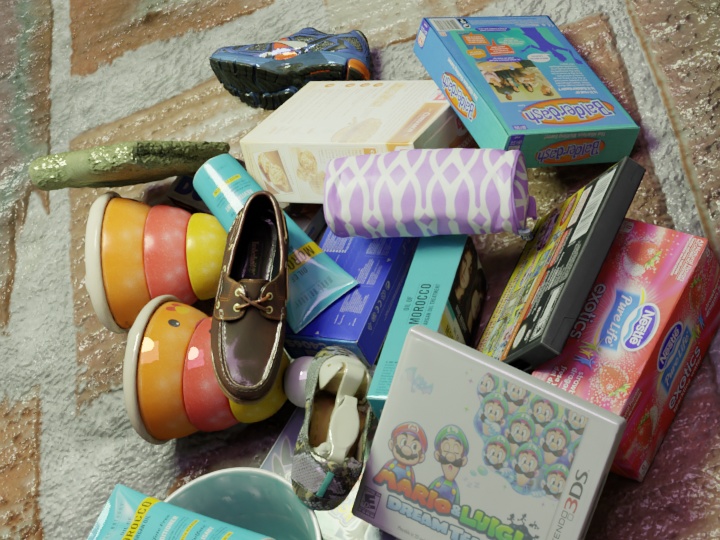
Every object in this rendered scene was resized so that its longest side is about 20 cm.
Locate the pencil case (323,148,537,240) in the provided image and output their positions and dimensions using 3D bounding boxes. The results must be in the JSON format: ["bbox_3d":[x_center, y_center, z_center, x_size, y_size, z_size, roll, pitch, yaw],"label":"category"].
[{"bbox_3d":[0.064,-0.070,1.519,0.199,0.085,0.084,1,78,16],"label":"pencil case"}]

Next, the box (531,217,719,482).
[{"bbox_3d":[0.233,0.067,1.421,0.095,0.100,0.200,17,66,36],"label":"box"}]

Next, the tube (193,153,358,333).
[{"bbox_3d":[-0.090,-0.031,1.608,0.077,0.050,0.200,-40,65,-2],"label":"tube"}]

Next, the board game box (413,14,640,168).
[{"bbox_3d":[0.161,-0.180,1.614,0.152,0.045,0.200,-5,43,-25],"label":"board game box"}]

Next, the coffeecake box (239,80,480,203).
[{"bbox_3d":[0.005,-0.131,1.659,0.199,0.073,0.154,3,30,30],"label":"coffeecake box"}]

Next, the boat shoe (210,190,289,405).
[{"bbox_3d":[-0.102,0.022,1.518,0.070,0.070,0.201,3,64,-6],"label":"boat shoe"}]

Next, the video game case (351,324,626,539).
[{"bbox_3d":[0.103,0.167,1.374,0.200,0.024,0.183,24,108,22],"label":"video game case"}]

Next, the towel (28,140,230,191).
[{"bbox_3d":[-0.237,-0.110,1.715,0.148,0.200,0.037,-8,89,27],"label":"towel"}]

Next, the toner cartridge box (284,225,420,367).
[{"bbox_3d":[0.000,0.000,1.614,0.095,0.043,0.200,4,53,32],"label":"toner cartridge box"}]

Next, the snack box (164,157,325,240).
[{"bbox_3d":[-0.119,-0.076,1.758,0.200,0.024,0.072,22,72,37],"label":"snack box"}]

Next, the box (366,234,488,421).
[{"bbox_3d":[0.065,0.064,1.504,0.049,0.082,0.200,2,50,23],"label":"box"}]

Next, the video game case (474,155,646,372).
[{"bbox_3d":[0.169,0.010,1.461,0.200,0.025,0.181,-62,10,-24],"label":"video game case"}]

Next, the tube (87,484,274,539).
[{"bbox_3d":[-0.156,0.236,1.402,0.200,0.050,0.078,6,54,38],"label":"tube"}]

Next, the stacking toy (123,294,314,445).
[{"bbox_3d":[-0.115,0.100,1.571,0.199,0.146,0.147,3,59,17],"label":"stacking toy"}]

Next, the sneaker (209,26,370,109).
[{"bbox_3d":[-0.075,-0.230,1.821,0.199,0.075,0.079,5,51,21],"label":"sneaker"}]

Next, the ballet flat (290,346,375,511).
[{"bbox_3d":[-0.015,0.123,1.450,0.072,0.072,0.201,-14,36,19],"label":"ballet flat"}]

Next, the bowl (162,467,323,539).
[{"bbox_3d":[-0.105,0.287,1.443,0.200,0.105,0.201,-14,53,18],"label":"bowl"}]

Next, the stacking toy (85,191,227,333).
[{"bbox_3d":[-0.173,-0.013,1.683,0.199,0.146,0.147,-3,55,7],"label":"stacking toy"}]

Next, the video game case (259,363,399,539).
[{"bbox_3d":[0.007,0.179,1.514,0.200,0.023,0.183,18,68,36],"label":"video game case"}]
